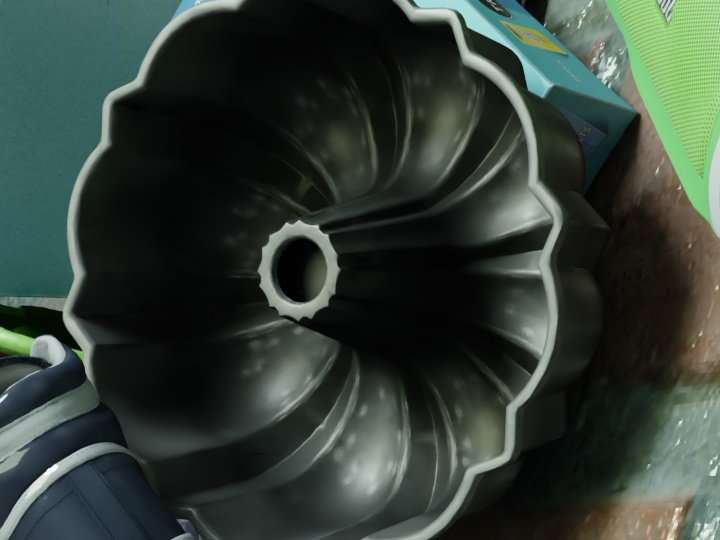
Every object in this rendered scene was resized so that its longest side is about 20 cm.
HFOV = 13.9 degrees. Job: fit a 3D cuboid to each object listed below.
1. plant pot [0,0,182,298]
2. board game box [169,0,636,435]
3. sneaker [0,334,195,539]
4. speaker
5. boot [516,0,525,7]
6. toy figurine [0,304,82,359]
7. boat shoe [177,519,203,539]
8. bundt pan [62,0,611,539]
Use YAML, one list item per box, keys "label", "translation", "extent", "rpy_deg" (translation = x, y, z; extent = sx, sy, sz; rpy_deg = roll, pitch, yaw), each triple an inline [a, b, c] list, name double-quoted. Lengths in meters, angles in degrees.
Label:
- label: "plant pot"
  translation: [-0.122, -0.090, 1.310]
  extent: [0.141, 0.141, 0.201]
  rpy_deg: [-175, 87, -68]
- label: "board game box"
  translation: [-0.004, -0.054, 1.106]
  extent: [0.151, 0.047, 0.200]
  rpy_deg: [-59, 44, 18]
- label: "sneaker"
  translation: [-0.115, 0.092, 1.015]
  extent: [0.070, 0.109, 0.200]
  rpy_deg: [-33, -4, -26]
- label: "speaker"
  translation: [0.124, -0.067, 0.862]
  extent: [0.089, 0.088, 0.200]
  rpy_deg: [-57, 23, 22]
- label: "boot"
  translation: [0.002, -0.071, 1.182]
  extent: [0.174, 0.069, 0.200]
  rpy_deg: [-30, 41, 55]
- label: "toy figurine"
  translation: [-0.142, 0.115, 1.280]
  extent: [0.200, 0.150, 0.185]
  rpy_deg: [-49, -26, -87]
- label: "boat shoe"
  translation: [-0.035, 0.107, 1.091]
  extent: [0.093, 0.075, 0.200]
  rpy_deg: [-39, 41, 39]
- label: "bundt pan"
  translation: [0.000, 0.000, 0.997]
  extent: [0.201, 0.076, 0.202]
  rpy_deg: [0, 89, 34]
